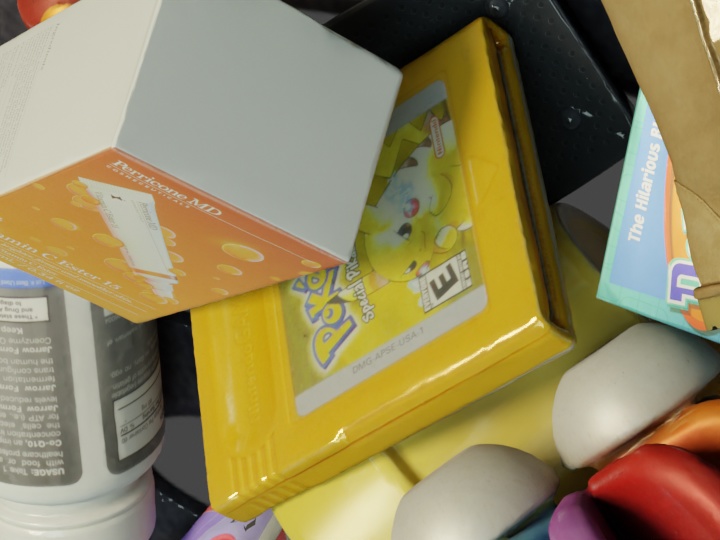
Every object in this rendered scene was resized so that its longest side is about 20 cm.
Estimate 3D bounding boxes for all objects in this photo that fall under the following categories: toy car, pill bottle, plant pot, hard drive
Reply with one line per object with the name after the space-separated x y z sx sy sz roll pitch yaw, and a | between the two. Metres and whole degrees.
0.119 0.130 0.974 0.200 0.150 0.175 -36 88 -2 | toy car
-0.162 0.052 1.234 0.113 0.114 0.201 6 117 15 | pill bottle
0.079 0.077 1.136 0.201 0.201 0.189 40 104 -5 | plant pot
0.029 -0.075 1.150 0.200 0.042 0.135 -28 105 28 | hard drive

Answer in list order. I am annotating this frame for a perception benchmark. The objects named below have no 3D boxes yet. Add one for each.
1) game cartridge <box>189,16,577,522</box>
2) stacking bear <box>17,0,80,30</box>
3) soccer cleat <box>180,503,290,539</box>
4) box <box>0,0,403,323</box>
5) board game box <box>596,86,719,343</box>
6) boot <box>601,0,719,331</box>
0.000 0.000 1.082 0.200 0.177 0.032 -30 141 28 | game cartridge
-0.115 -0.182 1.106 0.121 0.114 0.200 15 131 -6 | stacking bear
-0.100 0.193 1.306 0.067 0.077 0.200 39 120 -4 | soccer cleat
-0.094 -0.054 1.063 0.124 0.098 0.200 26 158 -27 | box
0.200 -0.032 0.922 0.199 0.045 0.153 20 110 33 | board game box
0.164 -0.090 0.866 0.175 0.066 0.201 -17 89 37 | boot
